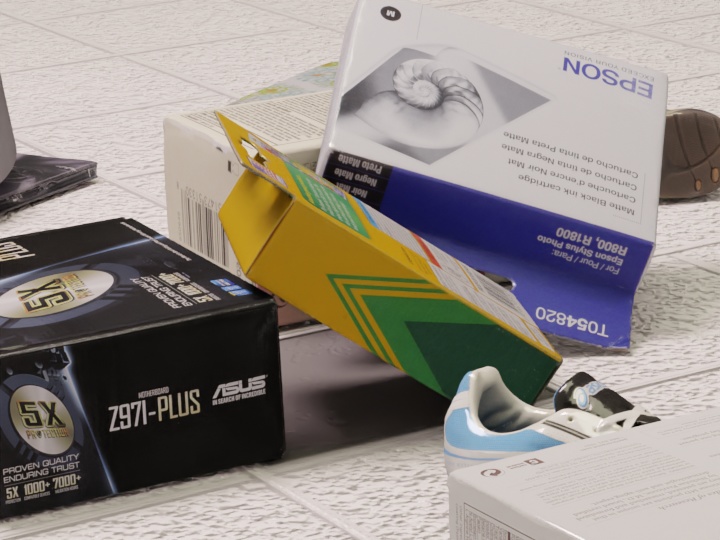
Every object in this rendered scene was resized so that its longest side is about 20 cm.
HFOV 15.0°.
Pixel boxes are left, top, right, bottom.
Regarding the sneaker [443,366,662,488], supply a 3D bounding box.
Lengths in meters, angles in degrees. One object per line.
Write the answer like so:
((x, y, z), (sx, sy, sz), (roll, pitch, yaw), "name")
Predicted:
((0.124, 0.089, 1.260), (0.199, 0.073, 0.072), (9, 18, 31), "sneaker")

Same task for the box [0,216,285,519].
((-0.154, 0.045, 1.423), (0.163, 0.087, 0.200), (-11, 18, -25), "box")

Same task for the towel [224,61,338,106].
((0.005, -0.113, 2.021), (0.170, 0.048, 0.200), (3, 17, 29), "towel")

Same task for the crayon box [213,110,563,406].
((0.000, 0.000, 1.435), (0.199, 0.052, 0.126), (32, 8, -16), "crayon box")

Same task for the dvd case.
((-0.309, -0.065, 1.950), (0.199, 0.016, 0.148), (7, 19, 32), "dvd case")

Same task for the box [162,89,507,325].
((-0.005, -0.045, 1.669), (0.199, 0.110, 0.128), (-10, 18, -26), "box")

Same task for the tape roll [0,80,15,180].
((-0.338, -0.092, 1.868), (0.199, 0.067, 0.201), (-7, 27, 3), "tape roll")

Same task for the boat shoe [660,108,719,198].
((0.150, -0.078, 1.853), (0.199, 0.075, 0.073), (4, 5, -11), "boat shoe")

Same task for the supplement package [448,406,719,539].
((0.145, 0.148, 0.905), (0.151, 0.152, 0.200), (-11, 18, -29), "supplement package")

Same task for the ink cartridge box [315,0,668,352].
((0.075, -0.061, 1.575), (0.198, 0.041, 0.201), (15, 48, -6), "ink cartridge box")
